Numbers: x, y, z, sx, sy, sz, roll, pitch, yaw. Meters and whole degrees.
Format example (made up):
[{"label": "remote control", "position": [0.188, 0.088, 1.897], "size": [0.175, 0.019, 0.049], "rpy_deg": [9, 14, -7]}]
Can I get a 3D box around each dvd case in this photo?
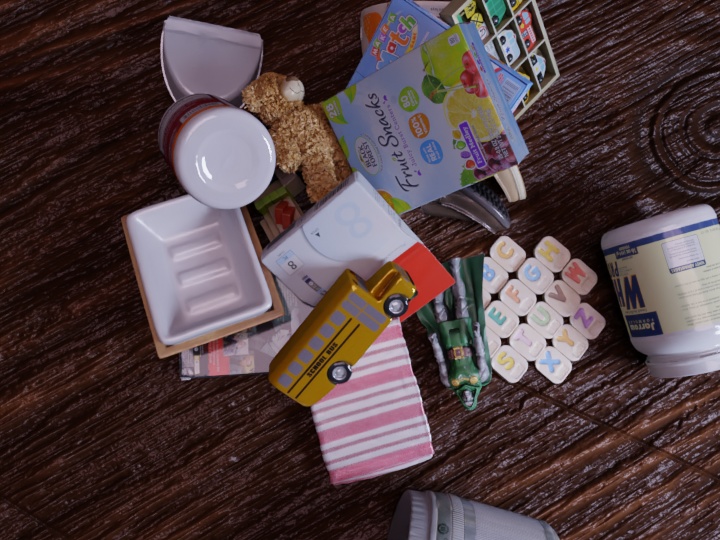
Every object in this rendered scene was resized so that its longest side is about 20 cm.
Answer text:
[{"label": "dvd case", "position": [-0.144, 0.068, 0.845], "size": [0.199, 0.022, 0.147], "rpy_deg": [-4, 84, -3]}]

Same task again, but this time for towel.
[{"label": "towel", "position": [0.006, 0.172, 0.829], "size": [0.146, 0.030, 0.201], "rpy_deg": [-15, 92, -3]}]

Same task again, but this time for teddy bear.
[{"label": "teddy bear", "position": [-0.062, -0.170, 0.796], "size": [0.145, 0.067, 0.201], "rpy_deg": [-21, 87, -33]}]

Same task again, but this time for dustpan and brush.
[{"label": "dustpan and brush", "position": [-0.214, -0.235, 0.865], "size": [0.139, 0.057, 0.201], "rpy_deg": [7, 77, -13]}]

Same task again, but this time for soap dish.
[{"label": "soap dish", "position": [-0.200, 0.000, 0.795], "size": [0.157, 0.081, 0.201], "rpy_deg": [-19, 69, -10]}]

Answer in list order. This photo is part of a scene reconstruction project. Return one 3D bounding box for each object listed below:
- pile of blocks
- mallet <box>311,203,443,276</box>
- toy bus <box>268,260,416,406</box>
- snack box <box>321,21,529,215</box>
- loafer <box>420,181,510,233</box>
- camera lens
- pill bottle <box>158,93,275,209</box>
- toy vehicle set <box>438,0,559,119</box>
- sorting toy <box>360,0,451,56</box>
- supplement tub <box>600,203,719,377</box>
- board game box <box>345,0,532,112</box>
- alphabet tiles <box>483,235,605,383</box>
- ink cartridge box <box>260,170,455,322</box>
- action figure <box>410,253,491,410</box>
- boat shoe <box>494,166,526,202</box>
[{"label": "pile of blocks", "position": [-0.116, -0.132, 0.838], "size": [0.082, 0.062, 0.201], "rpy_deg": [-7, 76, 9]}, {"label": "mallet", "position": [0.031, -0.065, 0.844], "size": [0.199, 0.041, 0.066], "rpy_deg": [29, 78, 12]}, {"label": "toy bus", "position": [-0.022, 0.070, 0.760], "size": [0.078, 0.065, 0.200], "rpy_deg": [37, 100, -14]}, {"label": "snack box", "position": [0.075, -0.172, 0.755], "size": [0.199, 0.068, 0.169], "rpy_deg": [-21, 100, 34]}, {"label": "loafer", "position": [0.115, -0.106, 0.865], "size": [0.199, 0.073, 0.071], "rpy_deg": [33, 115, 1]}, {"label": "camera lens", "position": [0.136, 0.366, 0.758], "size": [0.199, 0.160, 0.161], "rpy_deg": [16, 83, -2]}, {"label": "pill bottle", "position": [-0.182, -0.152, 0.756], "size": [0.112, 0.200, 0.114], "rpy_deg": [-9, 114, -21]}, {"label": "toy vehicle set", "position": [0.192, -0.300, 0.838], "size": [0.124, 0.026, 0.200], "rpy_deg": [-46, 133, -7]}, {"label": "sorting toy", "position": [0.101, -0.273, 0.874], "size": [0.199, 0.107, 0.181], "rpy_deg": [0, 103, -3]}, {"label": "supplement tub", "position": [0.415, 0.027, 0.821], "size": [0.144, 0.145, 0.201], "rpy_deg": [-15, 84, -5]}, {"label": "board game box", "position": [0.090, -0.226, 0.789], "size": [0.200, 0.037, 0.152], "rpy_deg": [38, 120, 9]}, {"label": "alphabet tiles", "position": [0.238, 0.054, 0.873], "size": [0.195, 0.015, 0.200], "rpy_deg": [41, 83, 2]}, {"label": "ink cartridge box", "position": [0.000, 0.000, 0.788], "size": [0.160, 0.047, 0.200], "rpy_deg": [-38, 108, 18]}, {"label": "action figure", "position": [0.129, 0.086, 0.837], "size": [0.118, 0.055, 0.201], "rpy_deg": [-14, 83, 18]}, {"label": "boat shoe", "position": [0.159, -0.172, 0.855], "size": [0.069, 0.074, 0.200], "rpy_deg": [-30, 109, 13]}]
